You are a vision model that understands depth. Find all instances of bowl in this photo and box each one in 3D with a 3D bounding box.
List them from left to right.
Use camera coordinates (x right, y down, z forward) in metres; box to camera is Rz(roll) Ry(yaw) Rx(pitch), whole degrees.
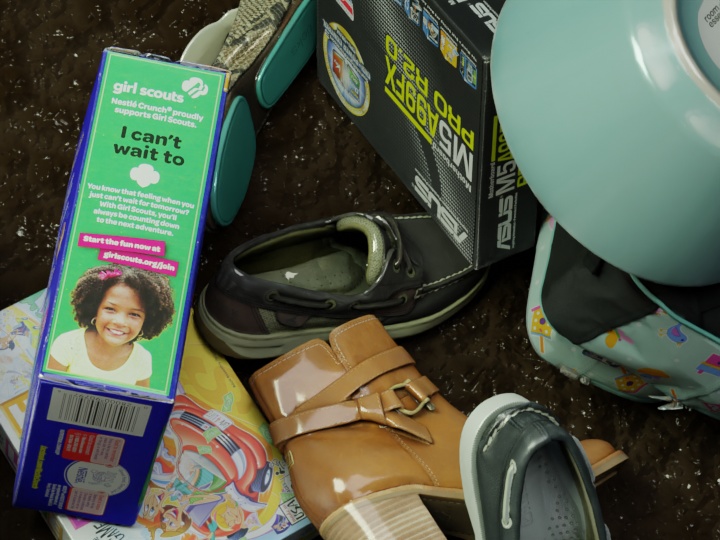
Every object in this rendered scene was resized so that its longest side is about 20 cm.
[{"bbox_3d":[0.180,-0.104,1.260,0.199,0.105,0.203,14,61,-27],"label":"bowl"}]

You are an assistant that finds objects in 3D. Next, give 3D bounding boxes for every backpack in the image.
[{"bbox_3d":[0.201,-0.002,1.387,0.199,0.153,0.177,24,56,-21],"label":"backpack"}]

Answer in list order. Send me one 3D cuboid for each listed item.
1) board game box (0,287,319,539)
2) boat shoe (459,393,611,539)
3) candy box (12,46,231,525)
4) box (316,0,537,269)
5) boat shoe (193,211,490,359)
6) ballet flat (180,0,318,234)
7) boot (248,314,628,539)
[{"bbox_3d":[-0.128,0.094,1.352,0.134,0.034,0.201,-28,71,-22],"label":"board game box"},{"bbox_3d":[0.101,0.165,1.277,0.075,0.201,0.060,-27,25,-19],"label":"boat shoe"},{"bbox_3d":[-0.130,0.011,1.279,0.076,0.169,0.202,10,61,-8],"label":"candy box"},{"bbox_3d":[0.038,-0.124,1.396,0.044,0.161,0.200,-20,49,-21],"label":"box"},{"bbox_3d":[-0.001,-0.001,1.393,0.199,0.066,0.072,-14,60,-29],"label":"boat shoe"},{"bbox_3d":[-0.085,-0.104,1.456,0.075,0.068,0.201,9,53,20],"label":"ballet flat"},{"bbox_3d":[0.044,0.094,1.357,0.199,0.077,0.156,-21,64,-27],"label":"boot"}]
